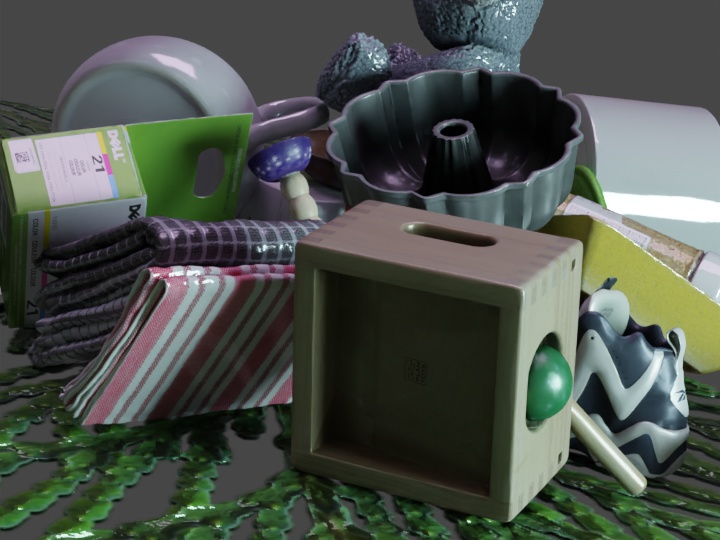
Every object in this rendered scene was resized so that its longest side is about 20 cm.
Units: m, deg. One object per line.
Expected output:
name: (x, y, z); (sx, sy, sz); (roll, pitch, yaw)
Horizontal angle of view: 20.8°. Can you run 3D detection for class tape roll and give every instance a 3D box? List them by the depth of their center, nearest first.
tape roll: (0.258, -0.066, 1.922); (0.138, 0.204, 0.203); (4, 12, -14)

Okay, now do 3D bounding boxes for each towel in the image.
towel: (-0.090, 0.043, 1.319); (0.199, 0.147, 0.030); (-3, 52, -42)
towel: (-0.128, 0.011, 1.418); (0.165, 0.086, 0.200); (-2, -9, -39)

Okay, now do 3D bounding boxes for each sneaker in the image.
sneaker: (0.141, 0.062, 1.391); (0.198, 0.130, 0.079); (13, 12, 27)

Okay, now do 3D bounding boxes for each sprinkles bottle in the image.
sprinkles bottle: (0.216, -0.014, 1.666); (0.199, 0.069, 0.068); (25, 16, 15)

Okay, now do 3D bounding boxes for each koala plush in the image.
koala plush: (0.094, -0.199, 1.676); (0.183, 0.201, 0.177); (26, 8, 13)

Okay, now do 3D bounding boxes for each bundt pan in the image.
bundt pan: (0.075, -0.078, 1.530); (0.201, 0.076, 0.202); (-5, 33, 3)

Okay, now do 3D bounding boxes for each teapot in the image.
teapot: (-0.158, -0.119, 1.696); (0.200, 0.198, 0.146); (38, 28, 5)

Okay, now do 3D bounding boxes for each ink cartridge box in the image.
ink cartridge box: (-0.177, -0.041, 1.509); (0.199, 0.148, 0.076); (-8, 56, -17)

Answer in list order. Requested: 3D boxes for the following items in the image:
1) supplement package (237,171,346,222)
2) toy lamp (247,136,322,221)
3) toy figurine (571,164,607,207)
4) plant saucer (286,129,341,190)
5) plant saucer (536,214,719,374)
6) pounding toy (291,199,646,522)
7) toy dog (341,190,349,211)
supplement package: (-0.055, -0.028, 1.754); (0.113, 0.110, 0.200); (1, 13, -31)
toy lamp: (-0.023, 0.000, 1.464); (0.058, 0.201, 0.058); (-22, -8, -4)
toy figurine: (0.113, -0.010, 1.797); (0.183, 0.151, 0.200); (-5, -8, -12)
plant saucer: (0.031, -0.092, 1.752); (0.199, 0.032, 0.200); (8, 14, -2)
plant saucer: (0.199, 0.026, 1.593); (0.200, 0.049, 0.200); (34, -13, -23)
pounding toy: (0.075, 0.065, 1.266); (0.199, 0.185, 0.142); (12, 23, 24)
toy dog: (0.000, 0.000, 1.580); (0.131, 0.097, 0.200); (16, 36, 24)
